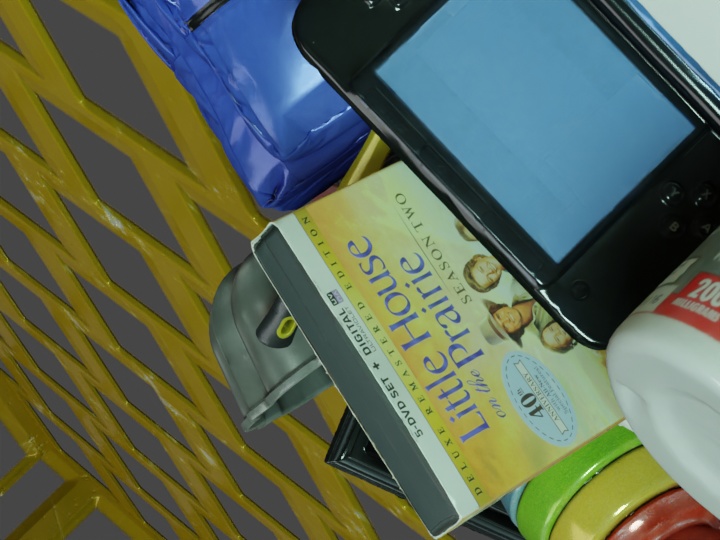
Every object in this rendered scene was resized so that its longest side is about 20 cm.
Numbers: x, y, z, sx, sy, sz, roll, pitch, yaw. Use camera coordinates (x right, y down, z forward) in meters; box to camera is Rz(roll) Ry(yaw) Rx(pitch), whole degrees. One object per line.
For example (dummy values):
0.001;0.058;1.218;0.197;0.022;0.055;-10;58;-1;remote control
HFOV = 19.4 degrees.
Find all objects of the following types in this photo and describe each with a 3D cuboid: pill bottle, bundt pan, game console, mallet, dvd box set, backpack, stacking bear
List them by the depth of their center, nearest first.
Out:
0.193;0.000;0.759;0.114;0.200;0.114;42;163;16;pill bottle
0.097;-0.096;0.849;0.200;0.171;0.118;46;171;2;game console
0.068;0.007;0.909;0.147;0.199;0.029;58;144;9;dvd box set
0.006;-0.038;0.982;0.041;0.065;0.201;-113;34;-40;mallet
-0.038;-0.155;1.030;0.201;0.162;0.168;56;-179;4;backpack
0.140;0.128;1.115;0.200;0.121;0.114;52;149;33;stacking bear
0.000;0.000;1.136;0.076;0.201;0.202;56;165;6;bundt pan

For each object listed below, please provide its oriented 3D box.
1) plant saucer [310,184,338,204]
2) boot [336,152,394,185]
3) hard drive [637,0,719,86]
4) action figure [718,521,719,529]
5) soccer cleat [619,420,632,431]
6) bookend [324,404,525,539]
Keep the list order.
0.051;0.015;1.317;0.200;0.051;0.201;29;174;3;plant saucer
0.018;-0.071;1.311;0.200;0.070;0.132;37;171;32;boot
0.148;-0.151;0.735;0.132;0.026;0.200;46;149;1;hard drive
0.193;0.091;1.222;0.200;0.065;0.099;49;174;-12;action figure
0.210;0.069;0.990;0.199;0.070;0.078;15;154;13;soccer cleat
0.114;0.131;1.345;0.198;0.093;0.200;27;172;-24;bookend
